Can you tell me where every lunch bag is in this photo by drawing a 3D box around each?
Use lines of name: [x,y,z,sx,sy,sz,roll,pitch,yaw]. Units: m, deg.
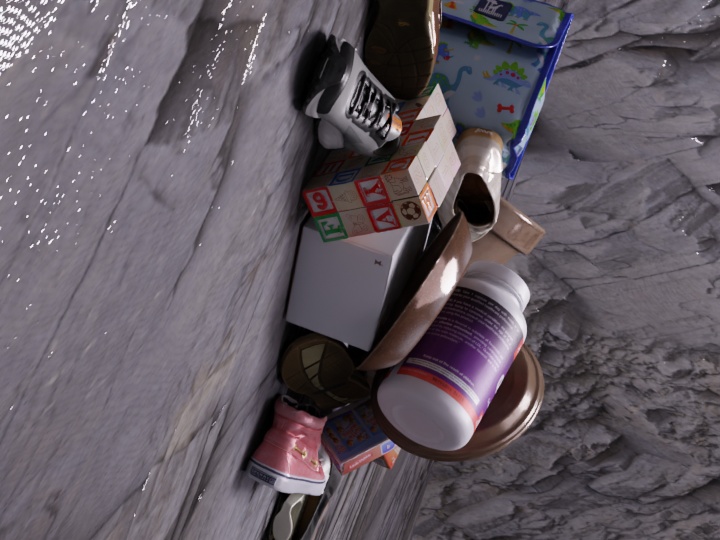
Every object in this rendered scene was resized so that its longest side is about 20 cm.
lunch bag: [0.126,-0.227,1.690,0.128,0.169,0.201,94,18,-66]

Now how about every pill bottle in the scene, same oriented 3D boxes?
pill bottle: [0.108,0.088,1.680,0.201,0.112,0.113,-57,165,-28]

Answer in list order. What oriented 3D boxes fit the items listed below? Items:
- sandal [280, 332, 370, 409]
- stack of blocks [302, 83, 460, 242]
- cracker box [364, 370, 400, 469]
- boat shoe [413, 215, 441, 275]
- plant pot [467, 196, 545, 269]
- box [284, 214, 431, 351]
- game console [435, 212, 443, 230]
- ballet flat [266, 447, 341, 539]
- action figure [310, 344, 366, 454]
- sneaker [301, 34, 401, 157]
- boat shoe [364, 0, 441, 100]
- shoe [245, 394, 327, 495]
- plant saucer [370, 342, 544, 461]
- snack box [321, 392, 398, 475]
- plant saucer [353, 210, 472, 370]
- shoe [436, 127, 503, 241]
sandal: [-0.040,0.101,1.690,0.200,0.080,0.054,53,20,-66]
stack of blocks: [0.035,-0.110,1.517,0.059,0.114,0.200,67,29,-24]
cracker box: [0.051,0.129,1.883,0.201,0.057,0.134,-64,164,-15]
boat shoe: [0.055,-0.051,1.785,0.200,0.072,0.071,-140,-132,-59]
plant pot: [0.120,-0.042,2.057,0.175,0.200,0.200,-54,172,5]
box: [0.007,-0.033,1.608,0.200,0.097,0.125,-60,166,-52]
game console: [0.084,-0.103,1.834,0.201,0.031,0.177,98,-26,-48]
ballet flat: [-0.067,0.270,1.901,0.068,0.068,0.201,-12,120,-70]
action figure: [-0.029,0.137,1.856,0.200,0.069,0.131,-49,163,-58]
sneaker: [-0.002,-0.150,1.371,0.200,0.079,0.074,55,57,-77]
boat shoe: [0.049,-0.248,1.495,0.201,0.072,0.068,93,21,-53]
shoe: [-0.066,0.193,1.713,0.091,0.071,0.200,-65,166,-1]
plant saucer: [0.108,0.128,1.750,0.030,0.199,0.201,78,29,-45]
snack box: [0.048,0.160,1.771,0.199,0.072,0.024,-26,139,-15]
plant saucer: [0.063,0.030,1.617,0.201,0.037,0.200,-56,-176,6]
shoe: [0.116,-0.078,1.672,0.200,0.069,0.054,92,3,-61]
